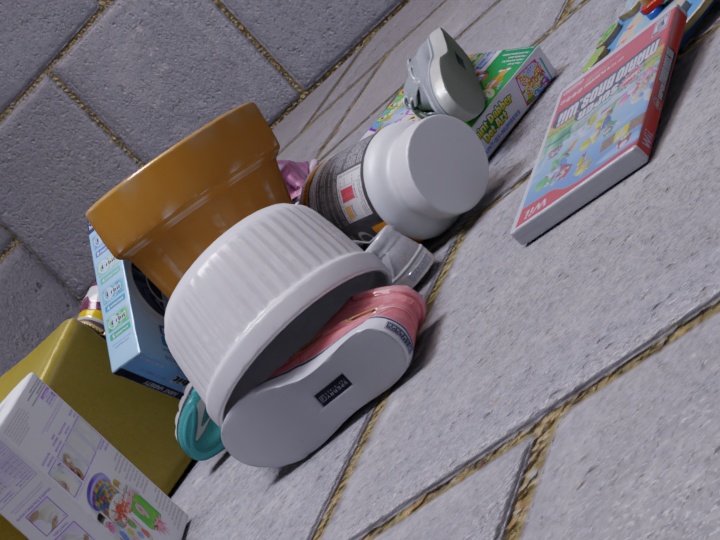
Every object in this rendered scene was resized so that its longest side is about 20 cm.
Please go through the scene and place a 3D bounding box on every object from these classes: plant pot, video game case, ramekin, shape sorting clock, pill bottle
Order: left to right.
[{"bbox_3d":[-0.307,0.211,1.612,0.195,0.194,0.201,-35,23,45],"label":"plant pot"},{"bbox_3d":[-0.138,-0.033,1.524,0.199,0.184,0.200,-33,3,2],"label":"plant pot"},{"bbox_3d":[-0.078,0.035,1.352,0.200,0.105,0.201,-39,-19,-16],"label":"ramekin"},{"bbox_3d":[0.032,-0.079,1.517,0.117,0.116,0.199,-51,16,-29],"label":"pill bottle"},{"bbox_3d":[0.195,-0.120,1.262,0.143,0.017,0.201,-36,21,42],"label":"video game case"},{"bbox_3d":[0.267,-0.232,1.399,0.200,0.039,0.200,-44,10,10],"label":"shape sorting clock"}]

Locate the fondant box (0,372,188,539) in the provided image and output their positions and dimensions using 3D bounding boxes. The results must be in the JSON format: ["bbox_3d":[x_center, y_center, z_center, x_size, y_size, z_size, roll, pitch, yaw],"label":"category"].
[{"bbox_3d":[-0.247,0.197,1.360,0.058,0.200,0.144,-44,11,12],"label":"fondant box"}]

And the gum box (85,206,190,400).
[{"bbox_3d":[-0.198,0.038,1.611,0.044,0.169,0.202,-34,51,24],"label":"gum box"}]

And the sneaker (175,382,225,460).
[{"bbox_3d":[-0.104,0.110,1.490,0.200,0.077,0.080,-44,20,11],"label":"sneaker"}]

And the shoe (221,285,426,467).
[{"bbox_3d":[-0.027,0.087,1.289,0.199,0.072,0.091,-36,11,28],"label":"shoe"}]

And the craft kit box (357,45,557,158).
[{"bbox_3d":[0.086,-0.156,1.678,0.199,0.049,0.198,1,50,55],"label":"craft kit box"}]

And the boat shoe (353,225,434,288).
[{"bbox_3d":[0.000,0.000,1.490,0.072,0.068,0.200,-49,10,-17],"label":"boat shoe"}]

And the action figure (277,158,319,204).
[{"bbox_3d":[-0.094,-0.089,2.214,0.147,0.136,0.200,-4,10,-23],"label":"action figure"}]

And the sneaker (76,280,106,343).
[{"bbox_3d":[-0.214,0.081,1.663,0.074,0.200,0.091,-14,44,43],"label":"sneaker"}]

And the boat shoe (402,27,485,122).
[{"bbox_3d":[0.081,-0.189,1.625,0.071,0.070,0.201,-42,19,18],"label":"boat shoe"}]
